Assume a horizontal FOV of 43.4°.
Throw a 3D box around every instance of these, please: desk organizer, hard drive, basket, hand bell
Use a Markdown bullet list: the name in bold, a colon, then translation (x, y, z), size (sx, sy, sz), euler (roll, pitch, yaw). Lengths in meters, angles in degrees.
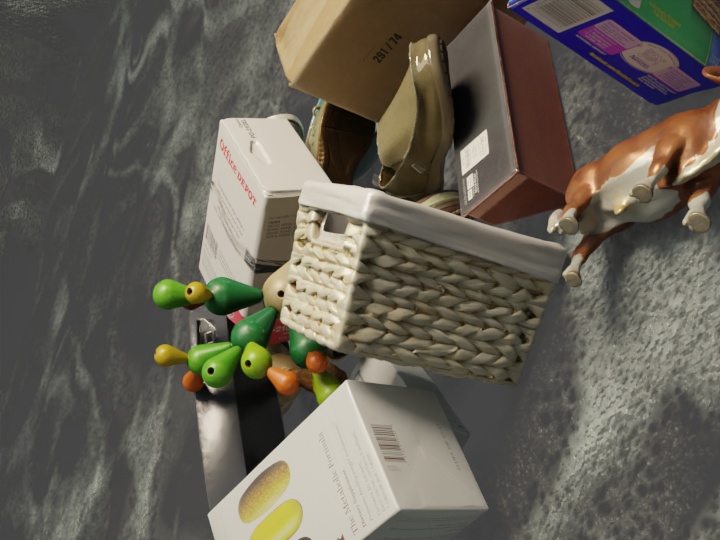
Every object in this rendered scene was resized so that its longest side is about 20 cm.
- **desk organizer**: translation (0.132, -0.134, 0.805), size (0.072, 0.076, 0.203), euler (-40, 40, 43)
- **hard drive**: translation (-0.114, 0.146, 0.873), size (0.042, 0.135, 0.202), euler (-19, 57, 10)
- **basket**: translation (0.047, 0.012, 0.746), size (0.135, 0.197, 0.125), euler (17, 93, 62)
- **hand bell**: translation (-0.071, 0.116, 0.967), size (0.199, 0.103, 0.106), euler (-13, 61, 60)

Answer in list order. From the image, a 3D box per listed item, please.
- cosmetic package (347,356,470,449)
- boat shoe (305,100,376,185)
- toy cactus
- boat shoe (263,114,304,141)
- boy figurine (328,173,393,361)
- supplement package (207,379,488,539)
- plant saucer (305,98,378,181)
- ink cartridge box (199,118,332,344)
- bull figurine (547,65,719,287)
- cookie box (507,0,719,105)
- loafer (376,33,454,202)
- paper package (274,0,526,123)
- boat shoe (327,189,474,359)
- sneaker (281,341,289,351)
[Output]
- **cosmetic package**: translation (0.008, 0.186, 0.851), size (0.202, 0.051, 0.151), euler (-62, 27, 14)
- **boat shoe**: translation (-0.037, -0.129, 1.025), size (0.062, 0.073, 0.203), euler (-2, 68, 57)
- **toy cactus**: translation (-0.083, 0.053, 0.810), size (0.166, 0.198, 0.103), euler (-52, -22, -39)
- **boat shoe**: translation (-0.110, -0.136, 1.196), size (0.200, 0.071, 0.060), euler (118, 144, -66)
- **boy figurine**: translation (0.000, 0.000, 0.969), size (0.202, 0.064, 0.124), euler (-61, 32, 10)
- **supplement package**: translation (-0.016, 0.196, 0.731), size (0.200, 0.109, 0.115), euler (-46, 51, 28)
- **plant saucer**: translation (-0.005, -0.187, 1.123), size (0.200, 0.036, 0.203), euler (-38, 42, 45)
- **ink cartridge box**: translation (-0.106, -0.043, 0.978), size (0.145, 0.083, 0.202), euler (55, 141, 42)
- **bull figurine**: translation (0.207, -0.067, 0.626), size (0.122, 0.065, 0.200), euler (-49, 5, -35)
- **cookie box**: translation (0.204, -0.253, 0.657), size (0.075, 0.169, 0.203), euler (-8, 66, 55)
- **loafer**: translation (0.048, -0.127, 0.829), size (0.201, 0.066, 0.077), euler (89, 180, -53)
- **paper package**: translation (0.044, -0.255, 0.918), size (0.200, 0.188, 0.105), euler (-48, 39, 35)
- **boat shoe**: translation (0.035, 0.011, 0.865), size (0.202, 0.075, 0.075), euler (-40, 54, 8)
- **sneaker**: translation (-0.145, 0.168, 1.079), size (0.070, 0.098, 0.203), euler (-7, 67, 56)
